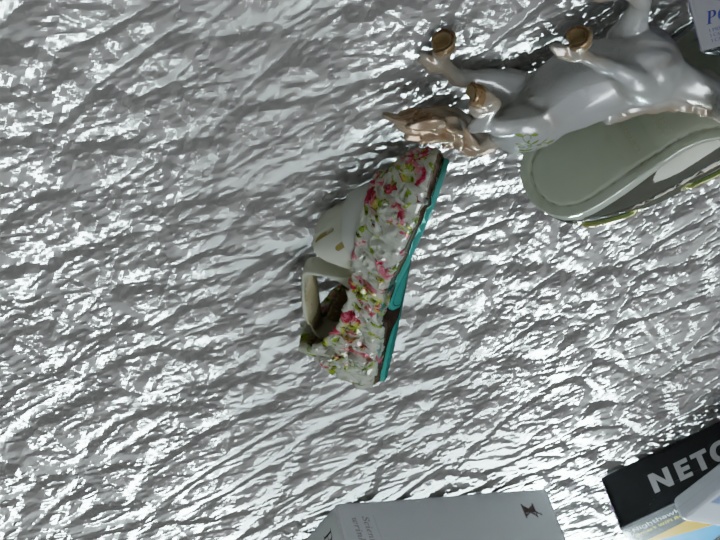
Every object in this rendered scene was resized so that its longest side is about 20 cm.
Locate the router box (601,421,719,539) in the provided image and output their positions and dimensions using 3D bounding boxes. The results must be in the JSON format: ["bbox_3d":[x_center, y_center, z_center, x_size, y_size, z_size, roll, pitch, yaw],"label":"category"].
[{"bbox_3d":[0.304,0.164,1.720,0.200,0.051,0.149,-27,148,11],"label":"router box"}]

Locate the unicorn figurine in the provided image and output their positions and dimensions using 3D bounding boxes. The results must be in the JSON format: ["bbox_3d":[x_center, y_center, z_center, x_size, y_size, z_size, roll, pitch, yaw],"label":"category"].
[{"bbox_3d":[0.123,-0.095,1.127,0.200,0.074,0.137,-3,160,33],"label":"unicorn figurine"}]

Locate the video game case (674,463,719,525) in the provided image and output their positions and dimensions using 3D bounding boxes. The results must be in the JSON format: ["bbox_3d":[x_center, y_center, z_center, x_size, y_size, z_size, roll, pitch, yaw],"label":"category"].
[{"bbox_3d":[0.363,0.138,1.643,0.182,0.022,0.200,14,134,-41],"label":"video game case"}]

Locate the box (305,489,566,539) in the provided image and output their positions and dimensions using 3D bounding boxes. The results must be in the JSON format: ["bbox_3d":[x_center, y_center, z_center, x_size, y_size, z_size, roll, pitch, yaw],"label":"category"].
[{"bbox_3d":[0.064,0.280,1.609,0.200,0.199,0.131,0,145,-33],"label":"box"}]

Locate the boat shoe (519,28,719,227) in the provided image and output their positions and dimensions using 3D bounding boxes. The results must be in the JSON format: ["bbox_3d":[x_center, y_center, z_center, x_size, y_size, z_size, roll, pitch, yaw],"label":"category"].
[{"bbox_3d":[0.183,-0.086,1.197,0.201,0.072,0.060,-27,164,8],"label":"boat shoe"}]

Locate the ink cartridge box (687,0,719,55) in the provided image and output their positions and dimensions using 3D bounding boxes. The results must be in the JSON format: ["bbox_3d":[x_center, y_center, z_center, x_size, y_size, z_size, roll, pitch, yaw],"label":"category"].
[{"bbox_3d":[0.270,-0.151,1.078,0.200,0.044,0.094,-15,176,27],"label":"ink cartridge box"}]

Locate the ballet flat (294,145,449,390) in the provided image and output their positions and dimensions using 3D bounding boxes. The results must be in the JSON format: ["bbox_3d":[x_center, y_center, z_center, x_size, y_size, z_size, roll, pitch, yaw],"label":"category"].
[{"bbox_3d":[0.000,0.000,1.230,0.064,0.076,0.200,17,140,1],"label":"ballet flat"}]
